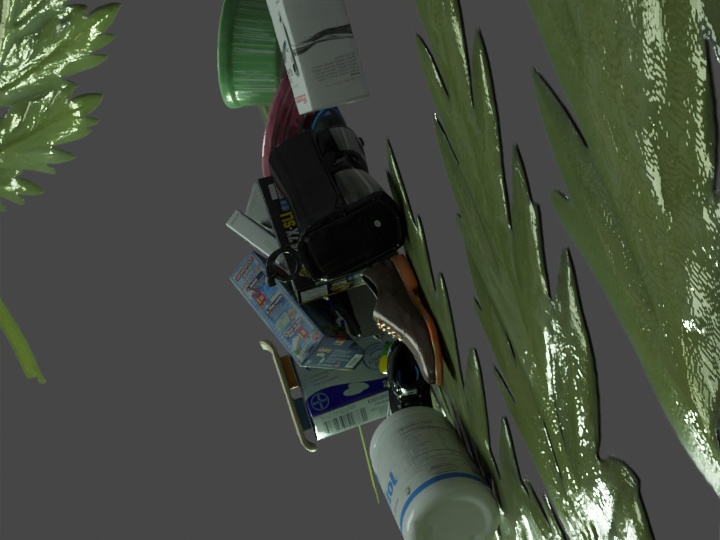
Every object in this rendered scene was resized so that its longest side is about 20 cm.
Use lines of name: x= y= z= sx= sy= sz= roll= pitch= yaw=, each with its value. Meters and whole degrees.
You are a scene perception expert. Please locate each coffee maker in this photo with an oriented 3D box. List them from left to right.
coffee maker: x=-0.059 y=-0.094 z=1.570 sx=0.200 sy=0.191 sz=0.135 roll=-118 pitch=26 yaw=-49

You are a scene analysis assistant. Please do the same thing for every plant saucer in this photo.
plant saucer: x=-0.096 y=-0.222 z=1.823 sx=0.201 sy=0.051 sz=0.201 roll=16 pitch=-90 yaw=-78

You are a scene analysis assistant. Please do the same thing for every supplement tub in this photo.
supplement tub: x=0.096 y=0.287 z=1.551 sx=0.200 sy=0.132 sz=0.132 roll=-121 pitch=15 yaw=-62

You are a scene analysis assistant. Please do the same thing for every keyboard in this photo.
keyboard: x=-0.042 y=0.007 z=1.746 sx=0.104 sy=0.040 sz=0.200 roll=50 pitch=-175 yaw=-39

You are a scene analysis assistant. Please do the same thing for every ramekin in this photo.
ramekin: x=-0.154 y=-0.354 z=1.824 sx=0.200 sy=0.097 sz=0.201 roll=6 pitch=-90 yaw=-83

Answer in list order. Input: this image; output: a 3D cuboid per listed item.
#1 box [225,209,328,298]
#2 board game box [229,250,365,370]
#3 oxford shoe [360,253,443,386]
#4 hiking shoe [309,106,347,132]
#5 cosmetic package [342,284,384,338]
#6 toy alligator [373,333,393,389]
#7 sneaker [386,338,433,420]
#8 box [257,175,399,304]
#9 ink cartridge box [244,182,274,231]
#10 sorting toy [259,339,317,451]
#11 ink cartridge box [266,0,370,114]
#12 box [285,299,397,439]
box: x=-0.123 y=-0.024 z=1.866 sx=0.144 sy=0.036 sz=0.200 roll=36 pitch=178 yaw=20
board game box: x=-0.095 y=0.060 z=1.749 sx=0.200 sy=0.062 sz=0.200 roll=45 pitch=-169 yaw=20
oxford shoe: x=0.058 y=0.074 z=1.559 sx=0.071 sy=0.073 sz=0.200 roll=84 pitch=166 yaw=-58
hiking shoe: x=-0.044 y=-0.187 z=1.804 sx=0.200 sy=0.074 sz=0.087 roll=106 pitch=159 yaw=-64
cosmetic package: x=0.000 y=0.000 z=1.798 sx=0.107 sy=0.090 sz=0.201 roll=175 pitch=81 yaw=-80
toy alligator: x=0.064 y=0.136 z=1.776 sx=0.054 sy=0.059 sz=0.200 roll=-57 pitch=34 yaw=25
sneaker: x=0.069 y=0.193 z=1.651 sx=0.112 sy=0.073 sz=0.201 roll=70 pitch=-169 yaw=-83
box: x=-0.047 y=-0.067 z=1.690 sx=0.049 sy=0.159 sz=0.200 roll=84 pitch=166 yaw=-63
ink cartridge box: x=-0.079 y=-0.082 z=1.925 sx=0.116 sy=0.199 sz=0.068 roll=23 pitch=-96 yaw=-76
sorting toy: x=-0.115 y=0.209 z=1.949 sx=0.185 sy=0.036 sz=0.200 roll=114 pitch=133 yaw=-83
ink cartridge box: x=-0.062 y=-0.311 z=1.515 sx=0.147 sy=0.083 sz=0.201 roll=-152 pitch=46 yaw=-79
box: x=-0.022 y=0.151 z=1.937 sx=0.105 sy=0.183 sz=0.200 roll=79 pitch=171 yaw=-59
